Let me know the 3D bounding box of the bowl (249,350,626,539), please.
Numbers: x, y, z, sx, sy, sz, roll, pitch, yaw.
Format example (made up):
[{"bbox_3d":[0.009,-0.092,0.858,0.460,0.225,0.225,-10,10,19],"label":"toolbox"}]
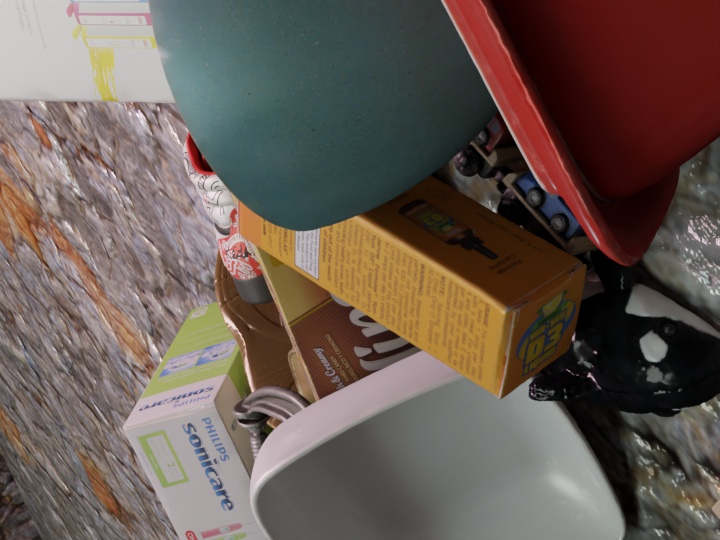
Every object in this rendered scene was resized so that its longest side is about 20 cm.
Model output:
[{"bbox_3d":[0.045,0.129,1.016,0.200,0.199,0.075,55,-167,-37],"label":"bowl"}]

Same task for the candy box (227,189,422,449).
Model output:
[{"bbox_3d":[0.000,0.000,1.028,0.056,0.116,0.201,-124,12,-66],"label":"candy box"}]

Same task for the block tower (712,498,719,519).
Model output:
[{"bbox_3d":[0.259,0.169,0.775,0.200,0.054,0.058,51,159,17],"label":"block tower"}]

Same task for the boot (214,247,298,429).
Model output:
[{"bbox_3d":[-0.048,0.065,1.288,0.156,0.073,0.201,58,-169,-57],"label":"boot"}]

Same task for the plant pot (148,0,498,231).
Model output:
[{"bbox_3d":[0.011,-0.130,0.786,0.134,0.200,0.201,-12,113,28],"label":"plant pot"}]

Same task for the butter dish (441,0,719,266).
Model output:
[{"bbox_3d":[0.112,-0.129,0.600,0.201,0.147,0.199,62,-157,-6],"label":"butter dish"}]

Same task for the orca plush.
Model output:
[{"bbox_3d":[0.113,0.038,0.900,0.200,0.071,0.106,36,150,45],"label":"orca plush"}]

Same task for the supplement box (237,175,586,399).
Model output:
[{"bbox_3d":[0.023,-0.012,0.885,0.200,0.066,0.069,31,133,33],"label":"supplement box"}]

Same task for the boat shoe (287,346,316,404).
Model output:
[{"bbox_3d":[-0.005,0.137,1.129,0.073,0.063,0.201,-17,97,63],"label":"boat shoe"}]

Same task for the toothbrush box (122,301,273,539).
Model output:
[{"bbox_3d":[-0.100,0.126,1.328,0.200,0.086,0.146,-71,-39,-62],"label":"toothbrush box"}]

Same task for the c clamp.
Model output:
[{"bbox_3d":[-0.054,0.167,1.156,0.171,0.027,0.201,25,128,53],"label":"c clamp"}]

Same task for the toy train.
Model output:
[{"bbox_3d":[0.067,-0.078,0.896,0.200,0.034,0.046,52,123,21],"label":"toy train"}]

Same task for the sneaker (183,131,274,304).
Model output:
[{"bbox_3d":[-0.076,-0.070,1.119,0.202,0.067,0.108,-100,-8,-62],"label":"sneaker"}]

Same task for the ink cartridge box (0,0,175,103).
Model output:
[{"bbox_3d":[-0.110,-0.178,0.934,0.199,0.129,0.126,2,122,20],"label":"ink cartridge box"}]
